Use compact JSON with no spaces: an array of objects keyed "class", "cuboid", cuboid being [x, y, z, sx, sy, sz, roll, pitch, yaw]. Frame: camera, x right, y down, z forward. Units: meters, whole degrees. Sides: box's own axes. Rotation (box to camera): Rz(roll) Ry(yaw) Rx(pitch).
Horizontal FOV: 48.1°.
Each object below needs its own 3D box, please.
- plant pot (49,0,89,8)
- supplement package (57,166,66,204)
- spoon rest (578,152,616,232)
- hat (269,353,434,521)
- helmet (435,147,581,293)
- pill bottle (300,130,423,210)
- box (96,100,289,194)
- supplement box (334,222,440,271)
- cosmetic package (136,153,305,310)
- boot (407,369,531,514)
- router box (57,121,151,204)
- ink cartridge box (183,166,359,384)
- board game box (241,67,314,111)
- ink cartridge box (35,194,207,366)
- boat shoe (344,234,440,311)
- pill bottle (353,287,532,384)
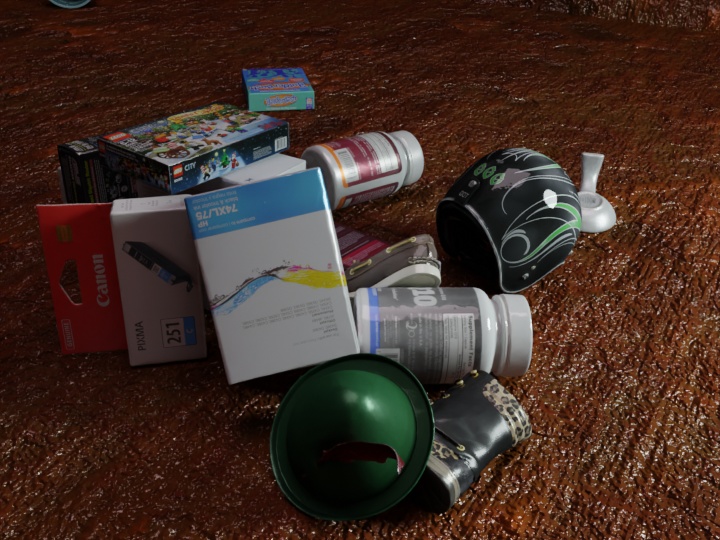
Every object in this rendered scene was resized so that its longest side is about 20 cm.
[{"class":"plant pot","cuboid":[-0.993,-1.009,2.764,0.199,0.202,0.196,-4,21,-11]},{"class":"supplement package","cuboid":[-0.344,-0.111,1.249,0.199,0.118,0.117,-19,34,-34]},{"class":"spoon rest","cuboid":[0.394,-0.125,1.395,0.099,0.061,0.201,8,43,14]},{"class":"hat","cuboid":[-0.030,0.124,0.716,0.199,0.176,0.167,-10,61,20]},{"class":"helmet","cuboid":[0.225,-0.080,1.172,0.190,0.201,0.200,-31,40,-19]},{"class":"pill bottle","cuboid":[0.004,-0.177,1.390,0.199,0.115,0.114,-19,35,-33]},{"class":"box","cuboid":[-0.206,-0.160,1.013,0.136,0.038,0.200,22,35,32]},{"class":"supplement box","cuboid":[0.000,0.000,1.128,0.199,0.061,0.109,23,35,31]},{"class":"cosmetic package","cuboid":[-0.185,-0.062,1.086,0.198,0.201,0.123,18,33,26]},{"class":"boot","cuboid":[0.068,0.150,0.850,0.150,0.074,0.200,-23,41,-35]},{"class":"router box","cuboid":[-0.328,-0.094,1.133,0.062,0.201,0.149,23,34,38]},{"class":"ink cartridge box","cuboid":[-0.094,0.001,0.893,0.145,0.201,0.147,-13,6,-4]},{"class":"board game box","cuboid":[-0.198,-0.429,1.901,0.151,0.045,0.200,-5,31,-12]},{"class":"ink cartridge box","cuboid":[-0.274,0.017,0.938,0.175,0.201,0.045,-5,27,-11]},{"class":"boat shoe","cuboid":[0.015,0.014,1.009,0.072,0.199,0.060,23,55,-40]},{"class":"pill bottle","cuboid":[0.092,0.076,0.943,0.198,0.114,0.114,0,29,-4]}]
